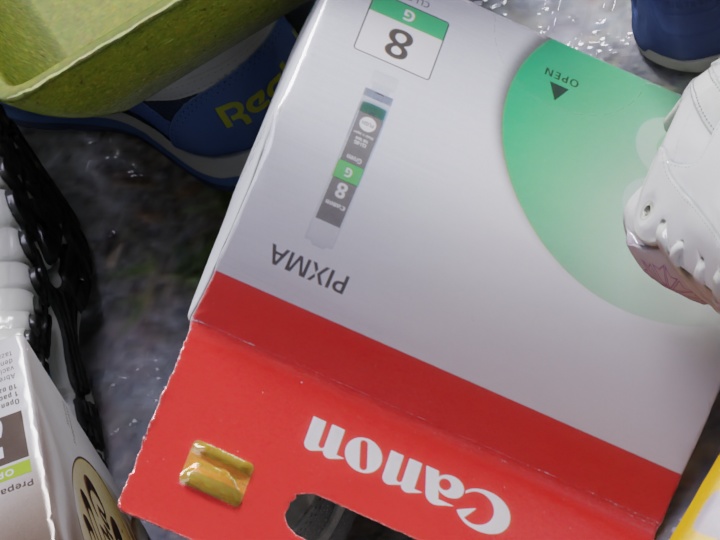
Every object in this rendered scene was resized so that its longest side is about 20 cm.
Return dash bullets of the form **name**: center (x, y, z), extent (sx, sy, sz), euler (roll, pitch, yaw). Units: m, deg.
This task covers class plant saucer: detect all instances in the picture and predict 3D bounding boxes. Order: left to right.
- **plant saucer**: center (-0.056, -0.137, 0.914), extent (0.199, 0.048, 0.200), euler (-32, 40, -4)

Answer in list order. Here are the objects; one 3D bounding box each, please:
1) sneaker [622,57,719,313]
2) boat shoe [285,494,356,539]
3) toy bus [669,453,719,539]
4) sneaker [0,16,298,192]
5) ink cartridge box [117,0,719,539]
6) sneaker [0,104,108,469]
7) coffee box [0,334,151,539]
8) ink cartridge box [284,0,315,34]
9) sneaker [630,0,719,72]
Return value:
- **sneaker**: center (0.124, -0.001, 0.752), extent (0.099, 0.075, 0.200), euler (-33, 27, 26)
- **boat shoe**: center (0.001, 0.000, 0.885), extent (0.074, 0.065, 0.202), euler (-35, 24, 48)
- **toy bus**: center (0.120, 0.103, 0.731), extent (0.078, 0.065, 0.200), euler (13, 56, 36)
- **sneaker**: center (-0.096, -0.095, 0.996), extent (0.200, 0.082, 0.074), euler (16, 59, 39)
- **ink cartridge box**: center (0.034, 0.012, 0.807), extent (0.160, 0.050, 0.200), euler (24, 52, -5)
- **sneaker**: center (-0.146, 0.014, 0.923), extent (0.090, 0.078, 0.200), euler (-20, 44, 11)
- **coffee box**: center (-0.098, 0.134, 0.764), extent (0.080, 0.113, 0.200), euler (-22, 44, 4)
- **ink cartridge box**: center (-0.005, -0.187, 1.038), extent (0.146, 0.084, 0.200), euler (23, 62, 38)
- **sneaker**: center (0.125, -0.180, 0.953), extent (0.080, 0.115, 0.200), euler (-5, 48, 19)
